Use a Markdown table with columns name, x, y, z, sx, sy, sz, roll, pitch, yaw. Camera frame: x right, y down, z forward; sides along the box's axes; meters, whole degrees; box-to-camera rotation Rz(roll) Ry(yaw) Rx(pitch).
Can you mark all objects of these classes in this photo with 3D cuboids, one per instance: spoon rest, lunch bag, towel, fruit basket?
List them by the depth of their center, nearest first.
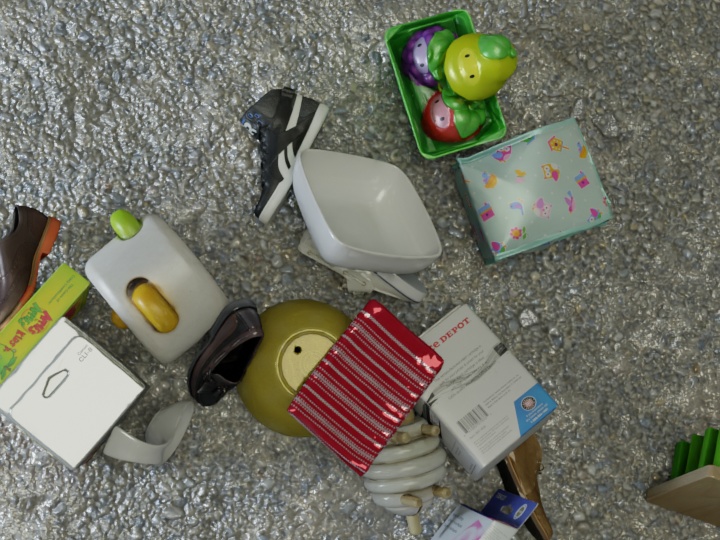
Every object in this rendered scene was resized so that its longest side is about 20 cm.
| name | x | y | z | sx | sy | sz | roll | pitch | yaw |
| --- | --- | --- | --- | --- | --- | --- | --- | --- | --- |
| towel | 0.011 | 0.154 | 1.617 | 0.145 | 0.022 | 0.200 | 43 | 68 | -13 |
| spoon rest | -0.271 | 0.227 | 1.621 | 0.061 | 0.200 | 0.100 | 28 | 98 | 14 |
| fruit basket | 0.134 | -0.273 | 1.726 | 0.155 | 0.216 | 0.216 | -17 | 87 | -9 |
| lunch bag | 0.254 | -0.117 | 1.767 | 0.200 | 0.122 | 0.171 | -20 | 86 | -4 |

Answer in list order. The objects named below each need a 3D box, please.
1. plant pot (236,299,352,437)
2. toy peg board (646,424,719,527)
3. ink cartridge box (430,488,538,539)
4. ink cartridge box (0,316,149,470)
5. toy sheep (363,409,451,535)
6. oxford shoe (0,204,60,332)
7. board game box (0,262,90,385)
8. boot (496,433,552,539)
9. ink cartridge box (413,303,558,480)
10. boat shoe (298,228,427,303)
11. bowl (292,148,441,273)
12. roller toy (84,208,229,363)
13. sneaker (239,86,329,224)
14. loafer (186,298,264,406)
| name | x | y | z | sx | sy | sz | roll | pitch | yaw |
| --- | --- | --- | --- | --- | --- | --- | --- | --- | --- |
| plant pot | -0.074 | 0.135 | 1.683 | 0.200 | 0.142 | 0.201 | 1 | 85 | -8 |
| toy peg board | 0.550 | 0.301 | 1.735 | 0.199 | 0.200 | 0.098 | 20 | 67 | -6 |
| ink cartridge box | 0.144 | 0.377 | 1.661 | 0.043 | 0.196 | 0.200 | 39 | 80 | -4 |
| ink cartridge box | -0.382 | 0.164 | 1.607 | 0.145 | 0.200 | 0.145 | 40 | 81 | -2 |
| toy sheep | 0.061 | 0.275 | 1.694 | 0.138 | 0.138 | 0.201 | -7 | 91 | -9 |
| oxford shoe | -0.480 | 0.001 | 1.650 | 0.072 | 0.071 | 0.200 | 30 | 53 | -24 |
| board game box | -0.447 | 0.090 | 1.617 | 0.048 | 0.102 | 0.200 | 38 | 66 | -1 |
| boot | 0.243 | 0.297 | 1.750 | 0.075 | 0.074 | 0.200 | -22 | 85 | -16 |
| ink cartridge box | 0.156 | 0.170 | 1.709 | 0.145 | 0.084 | 0.200 | -36 | 73 | -17 |
| boat shoe | 0.000 | 0.000 | 1.753 | 0.200 | 0.071 | 0.070 | 31 | 108 | -8 |
| bowl | 0.000 | -0.071 | 1.698 | 0.199 | 0.075 | 0.200 | 6 | 44 | -35 |
| roller toy | -0.279 | 0.030 | 1.642 | 0.140 | 0.183 | 0.200 | -40 | 58 | -9 |
| sneaker | -0.136 | -0.173 | 1.747 | 0.112 | 0.073 | 0.200 | 26 | 73 | -1 |
| loafer | -0.184 | 0.127 | 1.649 | 0.072 | 0.200 | 0.063 | -7 | 49 | -37 |
